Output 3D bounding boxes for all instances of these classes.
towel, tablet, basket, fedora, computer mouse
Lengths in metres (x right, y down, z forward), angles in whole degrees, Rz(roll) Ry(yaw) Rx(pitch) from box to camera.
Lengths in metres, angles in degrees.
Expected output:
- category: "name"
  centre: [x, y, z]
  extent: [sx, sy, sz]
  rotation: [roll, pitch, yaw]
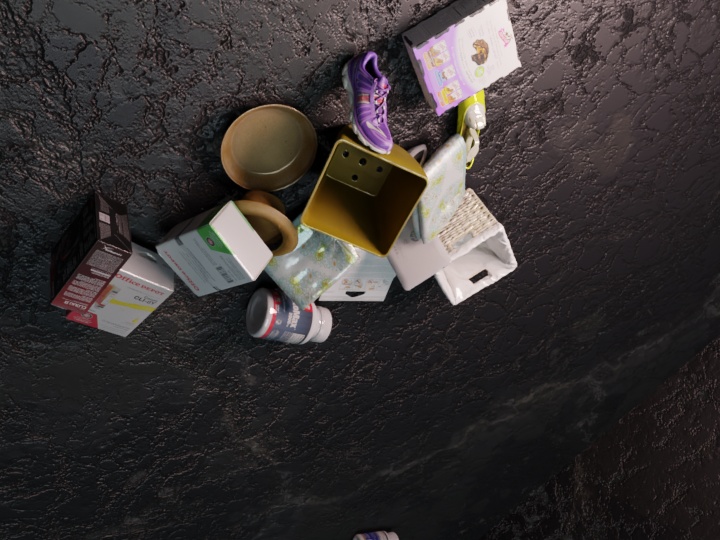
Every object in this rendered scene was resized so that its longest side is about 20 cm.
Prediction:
- category: "towel"
  centre: [-0.119, -0.030, 1.412]
  extent: [0.199, 0.048, 0.172]
  rotation: [-39, 100, 14]
- category: "tablet"
  centre: [0.113, -0.069, 1.455]
  extent: [0.129, 0.202, 0.014]
  rotation: [-31, 162, 8]
- category: "basket"
  centre: [0.256, -0.057, 1.544]
  extent: [0.196, 0.162, 0.200]
  rotation: [-31, 142, 6]
- category: "towel"
  centre: [0.175, -0.177, 1.376]
  extent: [0.172, 0.048, 0.202]
  rotation: [-49, 149, -25]
- category: "fedora"
  centre: [-0.213, -0.107, 1.308]
  extent: [0.196, 0.083, 0.202]
  rotation: [9, 150, 5]
- category: "computer mouse"
  centre: [0.087, -0.192, 1.369]
  extent: [0.043, 0.109, 0.203]
  rotation: [23, 86, -18]

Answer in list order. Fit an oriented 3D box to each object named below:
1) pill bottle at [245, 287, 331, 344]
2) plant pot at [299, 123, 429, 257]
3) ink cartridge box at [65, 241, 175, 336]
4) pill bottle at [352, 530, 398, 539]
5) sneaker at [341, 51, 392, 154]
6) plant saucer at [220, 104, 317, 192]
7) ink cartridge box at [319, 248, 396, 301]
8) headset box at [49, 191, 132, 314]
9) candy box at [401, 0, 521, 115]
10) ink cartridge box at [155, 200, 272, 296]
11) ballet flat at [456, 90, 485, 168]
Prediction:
- category: "pill bottle"
  centre: [-0.175, 0.120, 1.551]
  extent: [0.197, 0.121, 0.120]
  rotation: [15, 125, -36]
- category: "plant pot"
  centre: [0.005, -0.185, 1.273]
  extent: [0.197, 0.178, 0.202]
  rotation: [21, 124, -15]
- category: "ink cartridge box"
  centre: [-0.509, 0.040, 1.318]
  extent: [0.199, 0.084, 0.144]
  rotation: [-37, 136, 27]
- category: "pill bottle"
  centre: [0.069, 1.222, 2.747]
  extent: [0.197, 0.117, 0.117]
  rotation: [7, 129, -30]
- category: "sneaker"
  centre: [0.022, -0.317, 1.158]
  extent: [0.083, 0.204, 0.080]
  rotation: [-23, 168, 40]
- category: "plant saucer"
  centre: [-0.185, -0.251, 1.246]
  extent: [0.196, 0.036, 0.202]
  rotation: [-14, 137, -13]
- category: "ink cartridge box"
  centre: [0.000, 0.000, 1.574]
  extent: [0.196, 0.044, 0.175]
  rotation: [2, 131, -27]
- category: "headset box"
  centre: [-0.536, -0.027, 1.214]
  extent: [0.074, 0.150, 0.200]
  rotation: [26, 117, -42]
- category: "candy box"
  centre: [0.203, -0.435, 1.225]
  extent: [0.198, 0.072, 0.168]
  rotation: [-29, 137, 4]
- category: "ink cartridge box"
  centre: [-0.301, -0.040, 1.266]
  extent: [0.198, 0.085, 0.147]
  rotation: [-13, 123, 40]
- category: "ballet flat"
  centre: [0.245, -0.314, 1.366]
  extent: [0.066, 0.068, 0.203]
  rotation: [-11, 135, -19]
